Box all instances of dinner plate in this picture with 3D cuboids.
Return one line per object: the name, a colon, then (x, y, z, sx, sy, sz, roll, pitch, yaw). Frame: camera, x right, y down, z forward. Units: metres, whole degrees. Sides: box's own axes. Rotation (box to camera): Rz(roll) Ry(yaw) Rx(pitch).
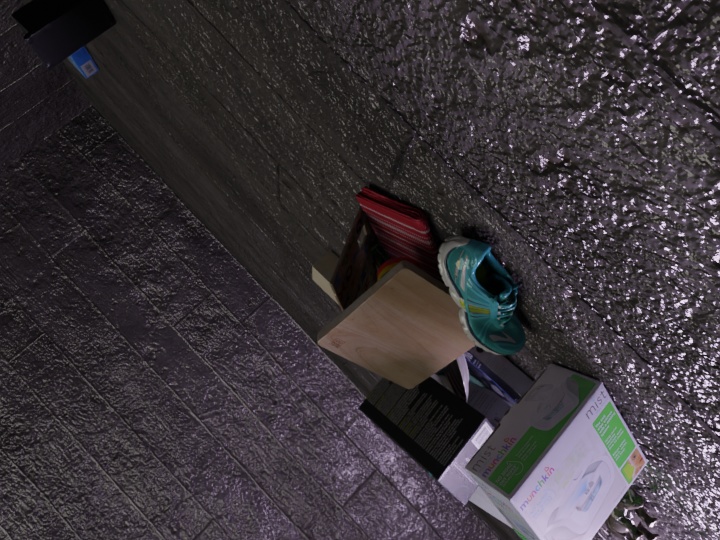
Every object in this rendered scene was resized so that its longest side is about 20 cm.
dinner plate: (0.161, 0.144, 0.971, 0.200, 0.024, 0.201, 163, 90, -86)

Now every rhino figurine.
rhino figurine: (0.441, 0.399, 0.891, 0.087, 0.060, 0.201, 46, 167, 50)

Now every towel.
towel: (0.077, -0.040, 0.843, 0.144, 0.022, 0.200, 31, 160, 42)

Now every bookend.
bookend: (-0.733, -0.615, 1.273, 0.199, 0.200, 0.092, 41, 164, 19)

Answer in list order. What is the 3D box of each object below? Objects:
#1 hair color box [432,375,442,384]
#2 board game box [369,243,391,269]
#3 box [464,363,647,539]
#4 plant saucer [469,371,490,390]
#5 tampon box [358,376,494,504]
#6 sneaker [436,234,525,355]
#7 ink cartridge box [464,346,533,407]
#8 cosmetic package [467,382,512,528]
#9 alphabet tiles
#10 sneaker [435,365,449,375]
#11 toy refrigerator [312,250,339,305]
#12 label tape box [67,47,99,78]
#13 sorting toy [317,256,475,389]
hair color box: (0.109, 0.221, 1.270, 0.200, 0.099, 0.061, 58, -179, -37)
board game box: (0.072, 0.032, 0.969, 0.105, 0.023, 0.200, 48, 175, 25)
box: (0.272, 0.266, 0.742, 0.177, 0.200, 0.097, 54, 163, -23)
plant saucer: (0.201, 0.203, 1.143, 0.200, 0.019, 0.070, 32, 159, 43)
tampon box: (0.126, 0.273, 0.936, 0.200, 0.126, 0.150, 32, 167, 43)
sneaker: (0.169, 0.040, 0.697, 0.079, 0.078, 0.200, 9, 140, 54)
ink cartridge box: (0.228, 0.170, 0.937, 0.200, 0.039, 0.100, 43, 166, 20)
cosmetic package: (0.265, 0.363, 1.047, 0.166, 0.167, 0.200, 15, 146, 49)
alphabet tiles: (0.000, 0.000, 0.906, 0.007, 0.168, 0.200, 11, 153, 18)
sneaker: (0.088, 0.140, 1.002, 0.200, 0.080, 0.072, 46, 170, 51)
toy refrigerator: (-0.023, 0.050, 1.280, 0.200, 0.070, 0.076, 42, 158, 16)
label tape box: (-1.061, -0.818, 1.942, 0.200, 0.063, 0.144, 45, 166, 7)
sorting toy: (0.070, 0.075, 0.829, 0.199, 0.199, 0.070, 31, -146, -27)
